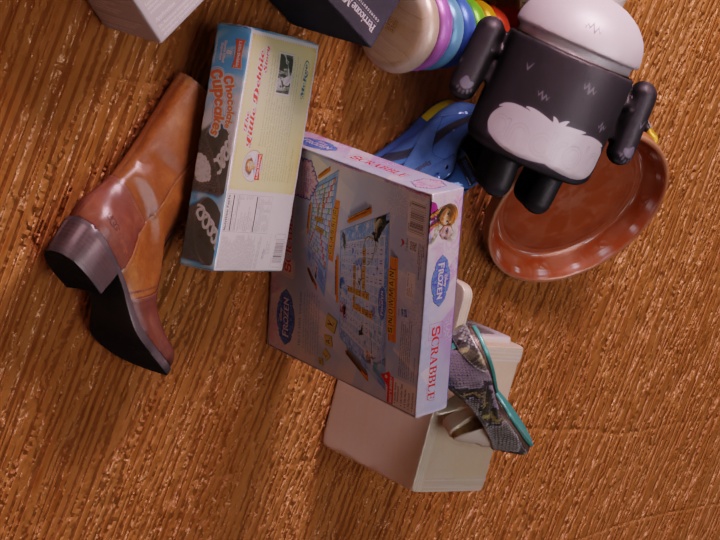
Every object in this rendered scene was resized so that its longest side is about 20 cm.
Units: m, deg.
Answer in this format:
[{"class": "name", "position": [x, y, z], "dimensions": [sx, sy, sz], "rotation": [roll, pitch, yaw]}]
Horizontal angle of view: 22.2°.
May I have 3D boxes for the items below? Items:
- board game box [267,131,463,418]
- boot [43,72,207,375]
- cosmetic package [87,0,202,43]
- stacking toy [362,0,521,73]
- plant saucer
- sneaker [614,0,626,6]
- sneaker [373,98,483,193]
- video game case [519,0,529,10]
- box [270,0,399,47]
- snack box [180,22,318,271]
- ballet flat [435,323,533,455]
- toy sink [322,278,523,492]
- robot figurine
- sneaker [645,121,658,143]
[{"class": "board game box", "position": [0.000, 0.000, 1.583], "dimensions": [0.041, 0.199, 0.200], "rotation": [-14, 117, -40]}, {"class": "boot", "position": [-0.162, -0.034, 1.529], "dimensions": [0.200, 0.068, 0.188], "rotation": [-56, 134, -27]}, {"class": "cosmetic package", "position": [-0.183, -0.280, 1.369], "dimensions": [0.107, 0.090, 0.200], "rotation": [-47, 131, -20]}, {"class": "stacking toy", "position": [0.093, -0.218, 1.676], "dimensions": [0.200, 0.085, 0.086], "rotation": [-3, 108, -48]}, {"class": "plant saucer", "position": [0.213, -0.070, 1.835], "dimensions": [0.200, 0.032, 0.200], "rotation": [-16, 139, -14]}, {"class": "sneaker", "position": [0.253, -0.311, 1.734], "dimensions": [0.075, 0.081, 0.200], "rotation": [39, 64, -60]}, {"class": "sneaker", "position": [0.056, -0.083, 1.695], "dimensions": [0.200, 0.078, 0.066], "rotation": [-44, 134, -21]}, {"class": "video game case", "position": [0.193, -0.322, 1.726], "dimensions": [0.200, 0.023, 0.182], "rotation": [-49, 137, -46]}, {"class": "box", "position": [-0.028, -0.317, 1.492], "dimensions": [0.182, 0.104, 0.200], "rotation": [-58, 136, -11]}, {"class": "snack box", "position": [-0.092, -0.100, 1.531], "dimensions": [0.116, 0.037, 0.200], "rotation": [1, 99, -64]}, {"class": "ballet flat", "position": [0.099, 0.116, 1.644], "dimensions": [0.072, 0.072, 0.200], "rotation": [-52, 146, -16]}, {"class": "toy sink", "position": [0.066, 0.094, 1.741], "dimensions": [0.112, 0.130, 0.200], "rotation": [5, 102, -46]}, {"class": "robot figurine", "position": [0.172, -0.155, 1.642], "dimensions": [0.150, 0.125, 0.200], "rotation": [11, 106, -50]}, {"class": "sneaker", "position": [0.245, -0.180, 1.829], "dimensions": [0.078, 0.082, 0.200], "rotation": [-56, 141, -12]}]
